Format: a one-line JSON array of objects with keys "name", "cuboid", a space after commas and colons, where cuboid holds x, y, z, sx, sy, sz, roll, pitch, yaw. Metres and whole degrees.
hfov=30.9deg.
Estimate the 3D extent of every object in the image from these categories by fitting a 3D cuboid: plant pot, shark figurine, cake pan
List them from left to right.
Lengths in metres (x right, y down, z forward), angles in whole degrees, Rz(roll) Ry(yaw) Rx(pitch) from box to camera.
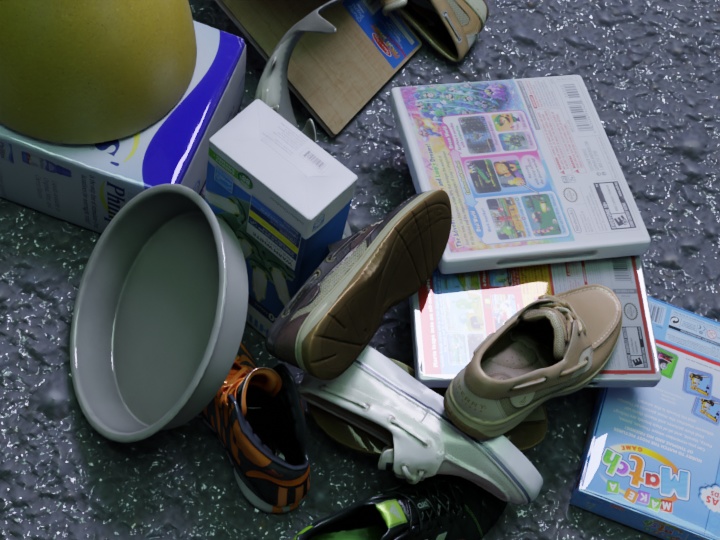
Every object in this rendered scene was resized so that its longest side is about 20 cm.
[{"name": "plant pot", "cuboid": [-0.228, -0.223, 1.035, 0.198, 0.142, 0.201, 4, 59, -7]}, {"name": "cake pan", "cuboid": [-0.155, 0.034, 1.007, 0.037, 0.200, 0.202, 18, 50, -42]}, {"name": "shark figurine", "cuboid": [-0.058, -0.137, 1.163, 0.127, 0.216, 0.089, 5, 13, 26]}]

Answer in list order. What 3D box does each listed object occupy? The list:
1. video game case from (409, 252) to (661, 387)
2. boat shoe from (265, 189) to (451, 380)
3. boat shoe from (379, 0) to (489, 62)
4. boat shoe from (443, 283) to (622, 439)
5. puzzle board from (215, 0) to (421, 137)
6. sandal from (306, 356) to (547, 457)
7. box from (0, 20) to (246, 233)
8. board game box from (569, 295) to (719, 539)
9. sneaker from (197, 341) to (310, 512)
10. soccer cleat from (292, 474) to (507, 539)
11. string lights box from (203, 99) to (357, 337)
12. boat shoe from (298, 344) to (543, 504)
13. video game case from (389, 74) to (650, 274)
[{"name": "video game case", "cuboid": [0.139, 0.028, 1.068, 0.198, 0.017, 0.144, 1, 61, -7]}, {"name": "boat shoe", "cuboid": [0.000, 0.000, 0.992, 0.064, 0.074, 0.200, 14, 43, 34]}, {"name": "boat shoe", "cuboid": [0.039, -0.277, 1.242, 0.199, 0.072, 0.077, 36, 62, -19]}, {"name": "boat shoe", "cuboid": [0.144, 0.056, 0.986, 0.071, 0.065, 0.200, 39, 46, 19]}, {"name": "puzzle board", "cuboid": [-0.048, -0.246, 1.229, 0.200, 0.017, 0.151, 49, 59, -13]}, {"name": "sandal", "cuboid": [0.051, 0.118, 1.058, 0.198, 0.054, 0.081, 7, 70, -10]}, {"name": "box", "cuboid": [-0.221, -0.139, 1.131, 0.199, 0.105, 0.185, 19, 59, 1]}, {"name": "board game box", "cuboid": [0.272, 0.129, 1.098, 0.150, 0.037, 0.201, 20, 58, 3]}, {"name": "sneaker", "cuboid": [-0.094, 0.085, 1.016, 0.077, 0.112, 0.200, -31, 69, -25]}, {"name": "soccer cleat", "cuboid": [0.034, 0.193, 0.993, 0.199, 0.081, 0.068, -21, 65, -20]}, {"name": "string lights box", "cuboid": [-0.070, -0.031, 1.037, 0.103, 0.200, 0.059, 38, 60, 14]}, {"name": "boat shoe", "cuboid": [0.041, 0.127, 0.985, 0.199, 0.071, 0.070, 34, 70, 8]}, {"name": "video game case", "cuboid": [0.133, -0.088, 1.121, 0.180, 0.024, 0.201, -6, 53, -12]}]
